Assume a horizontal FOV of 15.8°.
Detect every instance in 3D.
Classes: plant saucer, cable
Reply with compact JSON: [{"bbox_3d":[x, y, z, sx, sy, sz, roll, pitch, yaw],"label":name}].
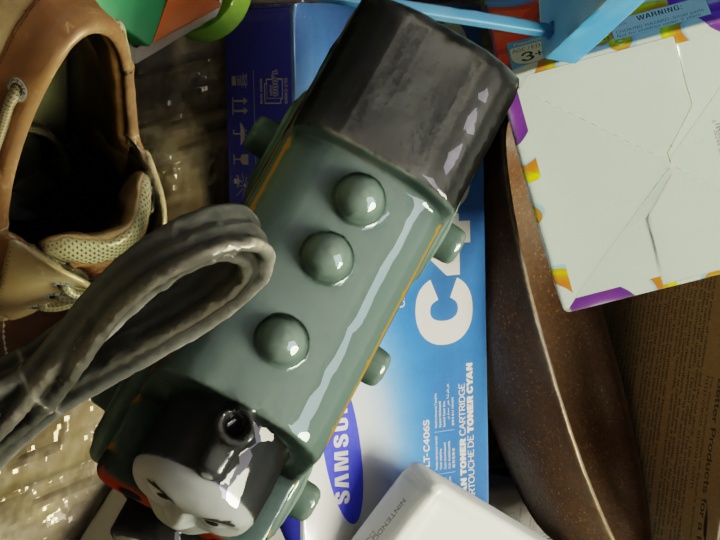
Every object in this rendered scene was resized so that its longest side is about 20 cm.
[{"bbox_3d":[0.075,0.035,1.069,0.200,0.037,0.201,-17,90,-79],"label":"plant saucer"},{"bbox_3d":[-0.106,0.051,0.772,0.097,0.199,0.050,56,13,-57],"label":"cable"}]

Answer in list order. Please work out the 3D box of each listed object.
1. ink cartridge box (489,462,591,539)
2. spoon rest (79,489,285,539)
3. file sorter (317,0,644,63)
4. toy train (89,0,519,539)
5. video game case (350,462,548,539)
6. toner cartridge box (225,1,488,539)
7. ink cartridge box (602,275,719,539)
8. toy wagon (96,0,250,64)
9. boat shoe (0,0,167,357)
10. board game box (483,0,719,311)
[{"bbox_3d":[0.037,0.146,1.097,0.200,0.042,0.120,-3,101,-56],"label":"ink cartridge box"},{"bbox_3d":[-0.057,0.087,0.919,0.061,0.099,0.201,165,-66,-79],"label":"spoon rest"},{"bbox_3d":[0.042,-0.192,0.842,0.122,0.139,0.201,6,68,-21],"label":"file sorter"},{"bbox_3d":[-0.020,0.004,0.838,0.200,0.085,0.114,-60,-178,-20],"label":"toy train"},{"bbox_3d":[0.025,0.182,1.009,0.182,0.024,0.200,-53,137,3],"label":"video game case"},{"bbox_3d":[0.000,0.000,0.972,0.095,0.043,0.201,-5,96,-39],"label":"toner cartridge box"},{"bbox_3d":[0.163,0.064,1.149,0.075,0.165,0.201,9,91,-18],"label":"ink cartridge box"},{"bbox_3d":[-0.083,-0.130,0.859,0.155,0.039,0.201,33,70,-53],"label":"toy wagon"},{"bbox_3d":[-0.099,-0.020,0.790,0.076,0.074,0.200,-41,151,-25],"label":"boat shoe"},{"bbox_3d":[0.103,-0.090,0.997,0.200,0.103,0.105,-95,169,-58],"label":"board game box"}]
